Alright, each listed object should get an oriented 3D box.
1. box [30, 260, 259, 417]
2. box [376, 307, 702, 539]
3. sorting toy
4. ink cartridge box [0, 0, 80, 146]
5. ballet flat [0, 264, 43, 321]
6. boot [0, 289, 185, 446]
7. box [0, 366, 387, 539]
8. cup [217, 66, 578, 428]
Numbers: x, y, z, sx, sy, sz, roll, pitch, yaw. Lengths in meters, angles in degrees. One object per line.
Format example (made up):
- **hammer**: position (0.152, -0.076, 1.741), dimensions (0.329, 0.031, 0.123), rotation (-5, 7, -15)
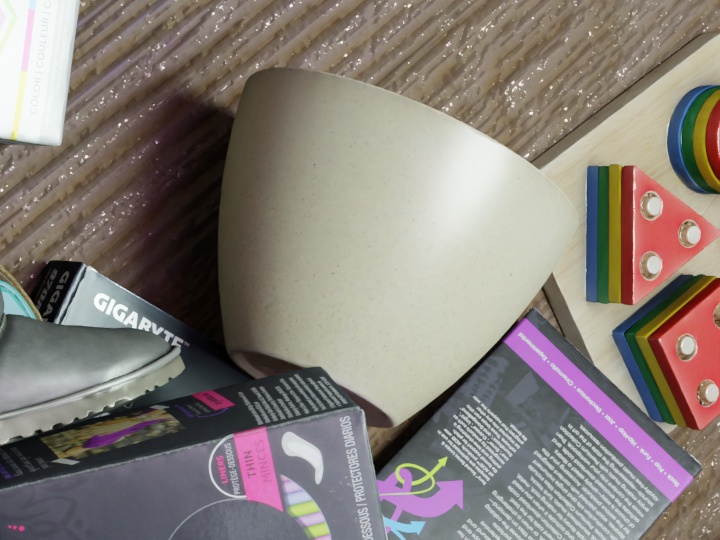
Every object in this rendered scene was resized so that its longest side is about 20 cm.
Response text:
- **box**: position (-0.119, 0.109, 1.410), dimensions (0.199, 0.046, 0.160), rotation (33, 75, -31)
- **box**: position (0.089, 0.139, 1.525), dimensions (0.143, 0.036, 0.200), rotation (44, 65, 5)
- **sorting toy**: position (0.214, -0.017, 1.619), dimensions (0.200, 0.069, 0.200), rotation (-37, 112, -27)
- **ink cartridge box**: position (-0.244, -0.128, 1.303), dimensions (0.199, 0.059, 0.105), rotation (8, 89, -34)
- **ballet flat**: position (-0.218, 0.012, 1.319), dimensions (0.068, 0.072, 0.201), rotation (-39, 105, -16)
- **boot**: position (-0.191, -0.015, 1.262), dimensions (0.181, 0.072, 0.201), rotation (-16, 88, -31)
- **box**: position (-0.092, 0.134, 1.273), dimensions (0.198, 0.106, 0.123), rotation (-13, 101, -8)
- **cup**: position (0.000, 0.000, 1.393), dimensions (0.200, 0.200, 0.144), rotation (33, 74, -31)
